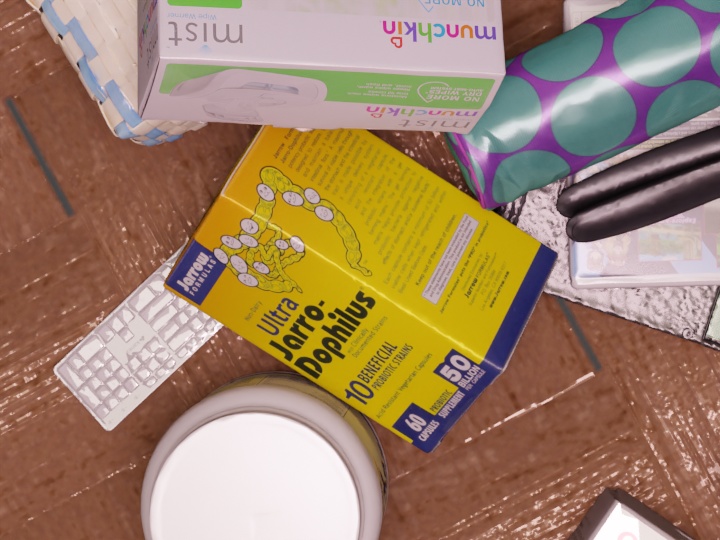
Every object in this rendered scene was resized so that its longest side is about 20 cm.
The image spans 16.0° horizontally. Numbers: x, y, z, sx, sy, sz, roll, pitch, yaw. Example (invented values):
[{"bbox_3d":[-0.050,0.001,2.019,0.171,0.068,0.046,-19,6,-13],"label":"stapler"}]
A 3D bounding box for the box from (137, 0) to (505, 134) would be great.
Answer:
[{"bbox_3d":[-0.027,-0.177,1.478,0.200,0.097,0.177,3,70,-12],"label":"box"}]

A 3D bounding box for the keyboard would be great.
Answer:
[{"bbox_3d":[-0.109,0.017,1.656,0.200,0.011,0.056,-43,90,2],"label":"keyboard"}]

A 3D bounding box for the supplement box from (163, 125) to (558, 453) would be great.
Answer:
[{"bbox_3d":[0.000,0.000,1.575,0.200,0.109,0.110,32,49,-3],"label":"supplement box"}]

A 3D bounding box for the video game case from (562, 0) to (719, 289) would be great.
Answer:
[{"bbox_3d":[0.228,-0.082,1.599,0.200,0.023,0.182,-1,91,1],"label":"video game case"}]

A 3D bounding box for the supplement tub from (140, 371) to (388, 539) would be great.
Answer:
[{"bbox_3d":[-0.057,0.139,1.562,0.145,0.200,0.145,0,92,2],"label":"supplement tub"}]

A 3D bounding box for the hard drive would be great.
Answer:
[{"bbox_3d":[0.186,-0.035,1.630,0.200,0.038,0.140,17,92,2],"label":"hard drive"}]

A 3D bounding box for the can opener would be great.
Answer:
[{"bbox_3d":[0.215,-0.067,1.562,0.200,0.063,0.079,-20,117,11],"label":"can opener"}]

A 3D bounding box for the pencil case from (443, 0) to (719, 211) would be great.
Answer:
[{"bbox_3d":[0.145,-0.114,1.545,0.200,0.092,0.085,-25,126,5],"label":"pencil case"}]

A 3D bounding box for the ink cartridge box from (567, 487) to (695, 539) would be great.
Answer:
[{"bbox_3d":[0.162,0.258,1.614,0.145,0.084,0.200,34,92,1],"label":"ink cartridge box"}]

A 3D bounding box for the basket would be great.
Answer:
[{"bbox_3d":[-0.095,-0.184,1.579,0.200,0.139,0.176,-33,82,16],"label":"basket"}]
